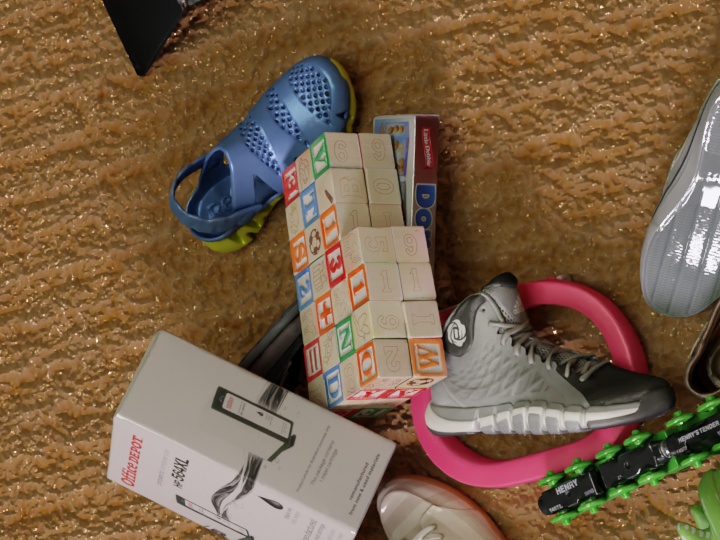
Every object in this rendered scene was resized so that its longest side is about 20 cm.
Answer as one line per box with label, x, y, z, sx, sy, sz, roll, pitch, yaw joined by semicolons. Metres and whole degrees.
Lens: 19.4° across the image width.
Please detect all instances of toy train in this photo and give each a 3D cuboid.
toy train;0.205;0.133;1.491;0.200;0.056;0.042;-32;72;43

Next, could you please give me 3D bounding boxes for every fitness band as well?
fitness band;0.123;0.085;1.578;0.199;0.037;0.145;-19;84;33

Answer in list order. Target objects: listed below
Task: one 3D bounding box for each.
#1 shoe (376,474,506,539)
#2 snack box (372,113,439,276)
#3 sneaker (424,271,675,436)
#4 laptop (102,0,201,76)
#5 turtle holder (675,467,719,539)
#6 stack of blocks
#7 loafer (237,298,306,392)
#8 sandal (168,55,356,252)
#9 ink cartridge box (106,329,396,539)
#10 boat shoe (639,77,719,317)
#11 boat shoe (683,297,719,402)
shoe;0.082;0.226;1.596;0.200;0.053;0.070;40;112;25
snack box;0.031;-0.018;1.616;0.072;0.024;0.202;-175;86;-64
sneaker;0.127;0.057;1.510;0.199;0.075;0.117;-6;89;33
laptop;-0.144;-0.291;1.749;0.199;0.103;0.178;-28;77;4
turtle holder;0.306;0.198;1.402;0.131;0.141;0.186;-31;63;13
stack of blocks;0.000;0.000;1.585;0.115;0.058;0.202;-37;57;57
loafer;-0.079;0.102;1.696;0.063;0.072;0.200;41;120;3
sandal;-0.081;-0.089;1.672;0.200;0.087;0.080;-50;65;22
ink cartridge box;-0.087;0.145;1.601;0.199;0.146;0.085;25;64;3
boat shoe;0.251;-0.059;1.472;0.073;0.067;0.201;21;126;1
boat shoe;0.291;0.013;1.441;0.075;0.075;0.203;39;111;25
